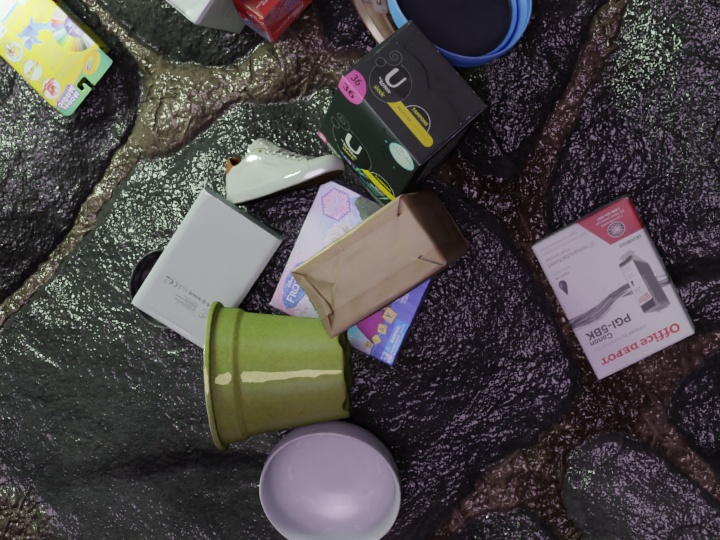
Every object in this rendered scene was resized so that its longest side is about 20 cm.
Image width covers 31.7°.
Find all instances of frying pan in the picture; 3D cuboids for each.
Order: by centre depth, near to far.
[{"bbox_3d":[-0.262,-0.008,1.833,0.114,0.031,0.192,28,99,5],"label":"frying pan"}]

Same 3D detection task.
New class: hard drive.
[{"bbox_3d":[-0.217,-0.001,1.792,0.131,0.027,0.201,33,107,-9],"label":"hard drive"}]

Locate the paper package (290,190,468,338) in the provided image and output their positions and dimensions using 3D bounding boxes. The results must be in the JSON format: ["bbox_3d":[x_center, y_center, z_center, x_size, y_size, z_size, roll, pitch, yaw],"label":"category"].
[{"bbox_3d":[0.029,-0.011,1.644,0.190,0.200,0.104,-34,88,13],"label":"paper package"}]

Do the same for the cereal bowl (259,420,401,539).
[{"bbox_3d":[-0.039,0.292,1.779,0.197,0.084,0.203,2,115,4],"label":"cereal bowl"}]

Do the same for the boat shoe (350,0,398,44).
[{"bbox_3d":[0.025,-0.365,1.716,0.065,0.072,0.201,-32,82,9],"label":"boat shoe"}]

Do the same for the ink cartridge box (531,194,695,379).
[{"bbox_3d":[0.336,0.022,1.683,0.146,0.083,0.202,-28,89,13],"label":"ink cartridge box"}]

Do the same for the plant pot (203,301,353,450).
[{"bbox_3d":[-0.104,0.136,1.716,0.182,0.200,0.203,-4,95,4],"label":"plant pot"}]

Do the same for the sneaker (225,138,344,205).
[{"bbox_3d":[-0.113,-0.147,1.746,0.198,0.072,0.086,-11,87,33],"label":"sneaker"}]

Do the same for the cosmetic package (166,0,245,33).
[{"bbox_3d":[-0.207,-0.435,1.690,0.167,0.200,0.167,37,102,5],"label":"cosmetic package"}]

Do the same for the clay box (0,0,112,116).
[{"bbox_3d":[-0.453,-0.328,1.832,0.200,0.048,0.115,44,103,3],"label":"clay box"}]

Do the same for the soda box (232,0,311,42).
[{"bbox_3d":[-0.079,-0.400,1.665,0.063,0.070,0.200,37,80,18],"label":"soda box"}]

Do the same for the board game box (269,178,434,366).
[{"bbox_3d":[0.000,0.000,1.774,0.198,0.041,0.202,25,100,8],"label":"board game box"}]

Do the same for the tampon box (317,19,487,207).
[{"bbox_3d":[0.050,-0.195,1.644,0.126,0.200,0.150,-41,85,-17],"label":"tampon box"}]

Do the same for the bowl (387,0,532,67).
[{"bbox_3d":[0.126,-0.359,1.657,0.198,0.039,0.203,6,70,-16],"label":"bowl"}]
